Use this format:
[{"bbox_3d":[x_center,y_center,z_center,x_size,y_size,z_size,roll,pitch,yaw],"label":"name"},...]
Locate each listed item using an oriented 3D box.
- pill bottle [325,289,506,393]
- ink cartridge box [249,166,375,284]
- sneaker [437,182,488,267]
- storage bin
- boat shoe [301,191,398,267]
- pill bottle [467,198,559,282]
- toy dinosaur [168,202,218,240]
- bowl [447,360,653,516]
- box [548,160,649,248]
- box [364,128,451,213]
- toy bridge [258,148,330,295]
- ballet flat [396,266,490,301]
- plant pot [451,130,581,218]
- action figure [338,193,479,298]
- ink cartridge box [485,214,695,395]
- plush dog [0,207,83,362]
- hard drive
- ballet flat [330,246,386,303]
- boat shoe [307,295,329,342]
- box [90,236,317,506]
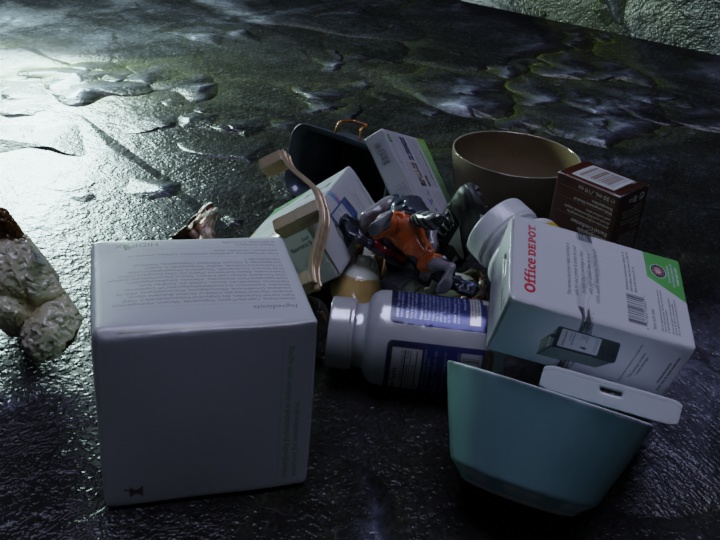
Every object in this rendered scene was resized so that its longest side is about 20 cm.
[{"bbox_3d":[0.063,0.081,1.017,0.200,0.111,0.111,7,28,1],"label":"pill bottle"},{"bbox_3d":[-0.075,-0.042,1.180,0.145,0.088,0.200,-27,14,27],"label":"ink cartridge box"},{"bbox_3d":[0.122,-0.049,1.223,0.090,0.200,0.067,-18,67,-11],"label":"sneaker"},{"bbox_3d":[-0.004,-0.178,1.473,0.200,0.146,0.134,22,22,27],"label":"storage bin"},{"bbox_3d":[-0.013,-0.055,1.309,0.200,0.069,0.084,31,50,31],"label":"boat shoe"},{"bbox_3d":[0.236,0.007,1.128,0.114,0.114,0.200,-19,55,-37],"label":"pill bottle"},{"bbox_3d":[-0.250,-0.003,1.158,0.200,0.086,0.135,-28,34,-27],"label":"toy dinosaur"},{"bbox_3d":[0.164,0.164,0.844,0.200,0.105,0.201,18,-4,1],"label":"bowl"},{"bbox_3d":[0.303,-0.033,1.178,0.075,0.200,0.100,-21,37,-37],"label":"box"},{"bbox_3d":[0.083,-0.136,1.341,0.036,0.145,0.200,-27,-7,22],"label":"box"},{"bbox_3d":[-0.070,-0.061,1.044,0.067,0.027,0.200,-25,59,15],"label":"toy bridge"},{"bbox_3d":[0.086,0.037,1.154,0.200,0.064,0.076,-15,34,-33],"label":"ballet flat"},{"bbox_3d":[0.237,-0.125,1.405,0.200,0.135,0.200,5,29,-3],"label":"plant pot"},{"bbox_3d":[0.080,-0.039,1.083,0.200,0.105,0.194,26,15,-11],"label":"action figure"},{"bbox_3d":[0.244,0.035,0.962,0.200,0.084,0.146,16,41,-2],"label":"ink cartridge box"},{"bbox_3d":[-0.440,0.032,1.012,0.172,0.161,0.200,-35,39,-13],"label":"plush dog"},{"bbox_3d":[0.255,0.131,0.932,0.132,0.027,0.200,15,-5,13],"label":"hard drive"},{"bbox_3d":[0.000,0.000,1.163,0.068,0.063,0.200,10,15,2],"label":"ballet flat"},{"bbox_3d":[-0.135,0.083,1.034,0.200,0.076,0.074,-15,5,-18],"label":"boat shoe"},{"bbox_3d":[-0.159,0.091,0.866,0.200,0.199,0.171,-3,30,-15],"label":"box"}]
